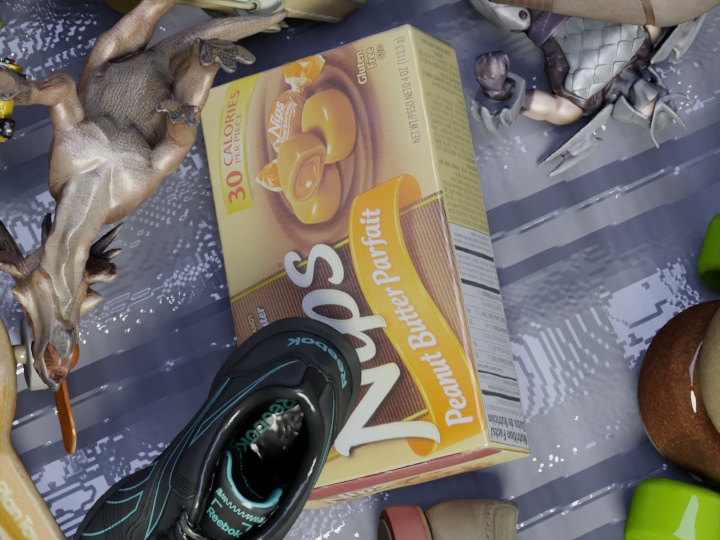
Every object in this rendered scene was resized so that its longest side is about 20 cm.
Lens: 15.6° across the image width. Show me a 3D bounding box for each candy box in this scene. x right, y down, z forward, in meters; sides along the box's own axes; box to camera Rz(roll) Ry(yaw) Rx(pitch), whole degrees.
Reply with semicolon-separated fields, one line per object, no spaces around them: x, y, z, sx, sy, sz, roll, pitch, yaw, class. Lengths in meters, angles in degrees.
0.000;0.000;1.209;0.115;0.055;0.200;-16;76;24;candy box

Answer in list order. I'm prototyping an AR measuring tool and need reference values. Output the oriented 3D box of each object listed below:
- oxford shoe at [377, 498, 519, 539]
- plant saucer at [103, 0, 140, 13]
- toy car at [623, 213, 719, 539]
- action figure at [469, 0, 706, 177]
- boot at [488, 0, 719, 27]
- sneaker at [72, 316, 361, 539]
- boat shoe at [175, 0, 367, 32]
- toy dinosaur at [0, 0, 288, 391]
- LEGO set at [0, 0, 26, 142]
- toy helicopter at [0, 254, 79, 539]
0.064;0.197;1.182;0.075;0.070;0.200;-10;78;-11;oxford shoe
-0.111;-0.262;1.294;0.200;0.048;0.200;-43;82;-11;plant saucer
0.210;0.050;1.157;0.158;0.200;0.164;16;76;1;toy car
0.082;-0.133;1.264;0.200;0.069;0.130;43;73;4;action figure
0.118;-0.208;1.197;0.146;0.070;0.200;-11;107;-7;boot
-0.073;0.108;1.146;0.075;0.079;0.200;31;102;-8;sneaker
-0.087;-0.144;1.235;0.201;0.073;0.063;10;115;-37;boat shoe
-0.113;-0.055;1.188;0.086;0.136;0.200;31;49;6;toy dinosaur
-0.260;-0.093;1.229;0.200;0.116;0.154;5;98;-11;LEGO set
-0.169;0.079;1.207;0.132;0.079;0.200;-34;91;-19;toy helicopter
